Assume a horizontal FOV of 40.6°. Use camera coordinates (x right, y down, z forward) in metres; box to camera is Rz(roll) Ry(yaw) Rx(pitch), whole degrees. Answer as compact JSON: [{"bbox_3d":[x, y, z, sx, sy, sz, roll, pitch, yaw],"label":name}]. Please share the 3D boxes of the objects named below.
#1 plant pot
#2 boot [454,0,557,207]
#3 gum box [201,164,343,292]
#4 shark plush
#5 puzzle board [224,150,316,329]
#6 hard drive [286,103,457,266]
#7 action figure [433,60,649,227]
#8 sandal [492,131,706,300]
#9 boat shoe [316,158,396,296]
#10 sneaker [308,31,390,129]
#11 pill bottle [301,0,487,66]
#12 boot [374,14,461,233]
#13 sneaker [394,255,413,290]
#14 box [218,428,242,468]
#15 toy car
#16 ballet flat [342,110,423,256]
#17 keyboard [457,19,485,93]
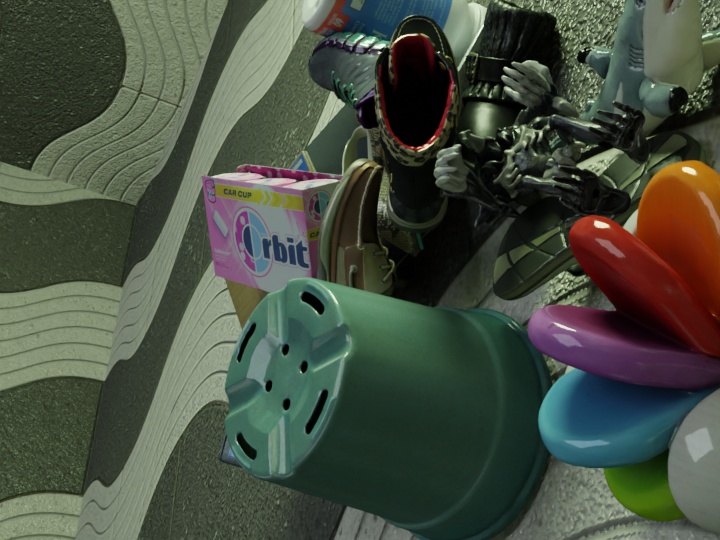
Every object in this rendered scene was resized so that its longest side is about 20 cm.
[{"bbox_3d":[0.013,0.102,0.758,0.200,0.195,0.202,-26,54,42],"label":"plant pot"},{"bbox_3d":[0.137,-0.160,0.890,0.159,0.079,0.211,-65,21,20],"label":"boot"},{"bbox_3d":[-0.087,-0.043,1.010,0.199,0.066,0.115,13,114,49],"label":"gum box"},{"bbox_3d":[0.197,-0.144,0.717,0.091,0.083,0.200,-44,-5,-14],"label":"shark plush"},{"bbox_3d":[-0.087,-0.013,1.094,0.200,0.017,0.152,-47,52,35],"label":"puzzle board"},{"bbox_3d":[0.010,-0.099,1.064,0.140,0.033,0.200,-48,49,3],"label":"hard drive"},{"bbox_3d":[0.119,-0.092,0.716,0.119,0.102,0.200,-60,24,-5],"label":"action figure"},{"bbox_3d":[0.174,-0.027,0.723,0.200,0.057,0.080,-32,33,40],"label":"sandal"},{"bbox_3d":[0.000,0.000,0.881,0.076,0.071,0.202,-37,-40,-66],"label":"boat shoe"},{"bbox_3d":[0.000,-0.186,0.978,0.199,0.075,0.088,13,60,48],"label":"sneaker"},{"bbox_3d":[0.046,-0.278,1.050,0.112,0.198,0.113,-53,27,42],"label":"pill bottle"},{"bbox_3d":[0.047,-0.148,0.805,0.151,0.072,0.202,76,-161,-72],"label":"boot"},{"bbox_3d":[0.030,-0.064,1.096,0.200,0.076,0.115,-96,24,-59],"label":"sneaker"},{"bbox_3d":[-0.025,0.132,0.938,0.051,0.198,0.159,35,-112,-65],"label":"box"},{"bbox_3d":[0.167,0.037,0.542,0.202,0.149,0.175,-70,21,7],"label":"toy car"},{"bbox_3d":[0.019,-0.091,0.984,0.068,0.075,0.201,70,-167,-53],"label":"ballet flat"},{"bbox_3d":[0.102,-0.191,0.995,0.201,0.011,0.056,-61,-13,-15],"label":"keyboard"}]
